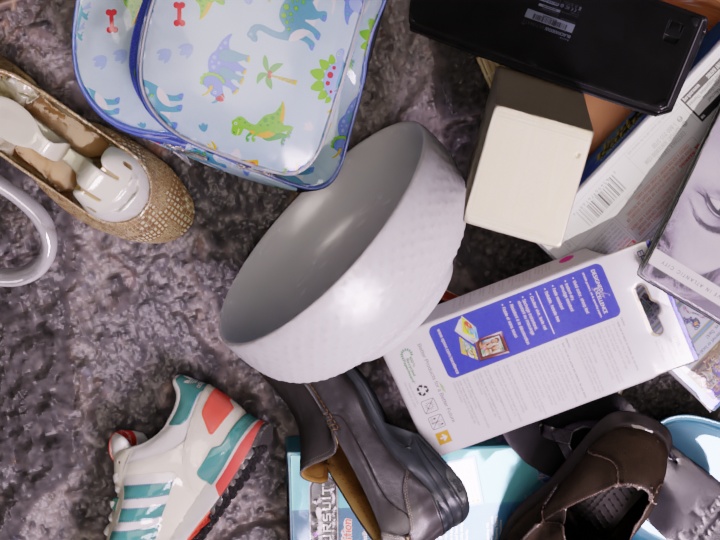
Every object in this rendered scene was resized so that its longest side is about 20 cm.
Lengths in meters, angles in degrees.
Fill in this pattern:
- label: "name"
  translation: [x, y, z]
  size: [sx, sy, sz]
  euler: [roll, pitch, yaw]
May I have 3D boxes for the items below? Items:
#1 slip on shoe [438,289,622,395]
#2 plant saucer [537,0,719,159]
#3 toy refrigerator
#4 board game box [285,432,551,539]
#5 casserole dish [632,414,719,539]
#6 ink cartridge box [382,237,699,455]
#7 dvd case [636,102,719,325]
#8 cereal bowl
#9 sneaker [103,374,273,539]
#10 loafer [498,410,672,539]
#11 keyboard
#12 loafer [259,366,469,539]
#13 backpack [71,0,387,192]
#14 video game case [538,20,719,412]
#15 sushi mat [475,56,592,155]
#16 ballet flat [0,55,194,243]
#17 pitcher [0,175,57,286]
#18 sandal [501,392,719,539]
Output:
- label: "slip on shoe"
  translation: [0.095, 0.058, 1.568]
  size: [0.199, 0.061, 0.075]
  euler: [22, 98, -10]
- label: "plant saucer"
  translation: [0.210, -0.098, 1.541]
  size: [0.198, 0.037, 0.202]
  euler: [-1, 103, -6]
- label: "toy refrigerator"
  translation: [0.109, -0.075, 1.417]
  size: [0.069, 0.200, 0.076]
  euler: [15, 102, 0]
- label: "board game box"
  translation: [0.046, 0.195, 1.600]
  size: [0.198, 0.047, 0.152]
  euler: [-1, 101, -4]
- label: "casserole dish"
  translation: [0.272, 0.175, 1.617]
  size: [0.199, 0.039, 0.122]
  euler: [20, 100, -9]
- label: "ink cartridge box"
  translation: [0.119, 0.050, 1.494]
  size: [0.199, 0.037, 0.095]
  euler: [-21, 107, 15]
- label: "dvd case"
  translation: [0.287, -0.050, 1.469]
  size: [0.148, 0.016, 0.201]
  euler: [30, 82, -15]
- label: "cereal bowl"
  translation: [0.000, 0.000, 1.480]
  size: [0.200, 0.200, 0.083]
  euler: [-44, 108, 6]
- label: "sneaker"
  translation: [-0.152, 0.164, 1.579]
  size: [0.093, 0.070, 0.200]
  euler: [38, 100, 7]
- label: "loafer"
  translation: [0.145, 0.182, 1.517]
  size: [0.073, 0.072, 0.201]
  euler: [22, 126, -7]
- label: "keyboard"
  translation: [0.139, -0.188, 1.499]
  size: [0.199, 0.021, 0.128]
  euler: [22, 80, 16]
- label: "loafer"
  translation: [-0.015, 0.116, 1.525]
  size: [0.072, 0.073, 0.200]
  euler: [-37, 62, -22]
- label: "backpack"
  translation: [-0.090, -0.158, 1.464]
  size: [0.199, 0.147, 0.184]
  euler: [16, 98, -4]
- label: "video game case"
  translation: [0.245, -0.037, 1.516]
  size: [0.181, 0.045, 0.200]
  euler: [43, 95, -11]
- label: "sushi mat"
  translation: [0.162, -0.085, 1.565]
  size: [0.095, 0.012, 0.201]
  euler: [-25, 103, 1]
- label: "ballet flat"
  translation: [-0.202, -0.077, 1.515]
  size: [0.199, 0.065, 0.071]
  euler: [32, 98, -10]
- label: "pitcher"
  translation: [-0.309, -0.061, 1.486]
  size: [0.170, 0.121, 0.201]
  euler: [-19, 112, 1]
- label: "sandal"
  translation: [0.186, 0.133, 1.556]
  size: [0.199, 0.043, 0.076]
  euler: [30, 95, -12]
